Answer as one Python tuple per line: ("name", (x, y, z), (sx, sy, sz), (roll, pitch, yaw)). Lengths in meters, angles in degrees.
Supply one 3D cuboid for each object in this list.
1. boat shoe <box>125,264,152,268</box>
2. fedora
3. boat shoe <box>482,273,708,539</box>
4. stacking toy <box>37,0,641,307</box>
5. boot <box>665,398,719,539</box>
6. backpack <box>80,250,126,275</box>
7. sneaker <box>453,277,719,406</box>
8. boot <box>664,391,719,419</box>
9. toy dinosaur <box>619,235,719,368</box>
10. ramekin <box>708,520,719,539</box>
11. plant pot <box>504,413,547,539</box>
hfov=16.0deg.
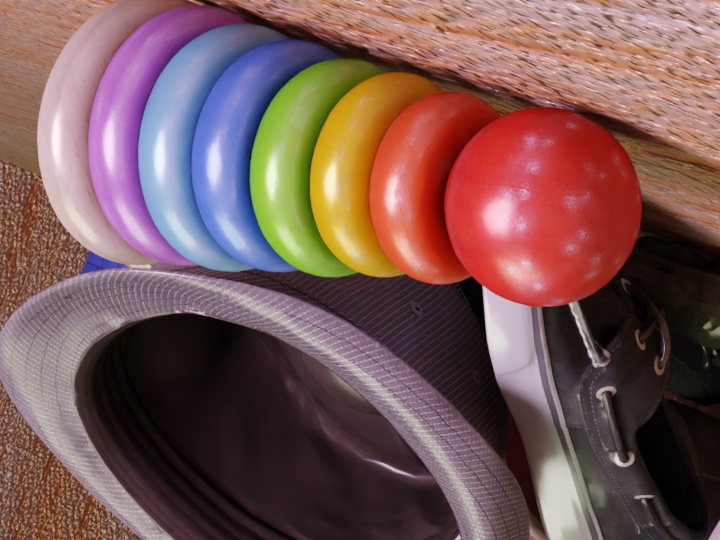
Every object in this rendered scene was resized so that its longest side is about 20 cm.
("boat shoe", (0.000, -0.001, 1.035), (0.199, 0.072, 0.066), (13, -177, -20))
("fedora", (-0.020, 0.040, 0.904), (0.200, 0.091, 0.177), (40, 140, -15))
("boat shoe", (0.080, 0.031, 0.877), (0.056, 0.069, 0.201), (-6, 138, 12))
("stacking toy", (-0.003, -0.032, 0.746), (0.199, 0.086, 0.085), (11, 170, 43))
("boot", (0.206, 0.140, 1.033), (0.199, 0.073, 0.182), (25, -154, -28))
("backpack", (-0.077, 0.031, 1.601), (0.162, 0.169, 0.200), (17, 176, -23))
("sneaker", (0.065, 0.019, 1.006), (0.199, 0.082, 0.073), (24, 177, -24))
("boot", (0.176, 0.132, 1.124), (0.106, 0.202, 0.075), (16, 169, -12))
("toy dinosaur", (0.106, 0.012, 0.925), (0.199, 0.048, 0.088), (24, 160, 22))
("ramekin", (0.210, 0.141, 0.943), (0.201, 0.204, 0.094), (23, -178, -1))
("plant pot", (0.038, 0.066, 1.212), (0.178, 0.202, 0.199), (-1, 161, 44))
